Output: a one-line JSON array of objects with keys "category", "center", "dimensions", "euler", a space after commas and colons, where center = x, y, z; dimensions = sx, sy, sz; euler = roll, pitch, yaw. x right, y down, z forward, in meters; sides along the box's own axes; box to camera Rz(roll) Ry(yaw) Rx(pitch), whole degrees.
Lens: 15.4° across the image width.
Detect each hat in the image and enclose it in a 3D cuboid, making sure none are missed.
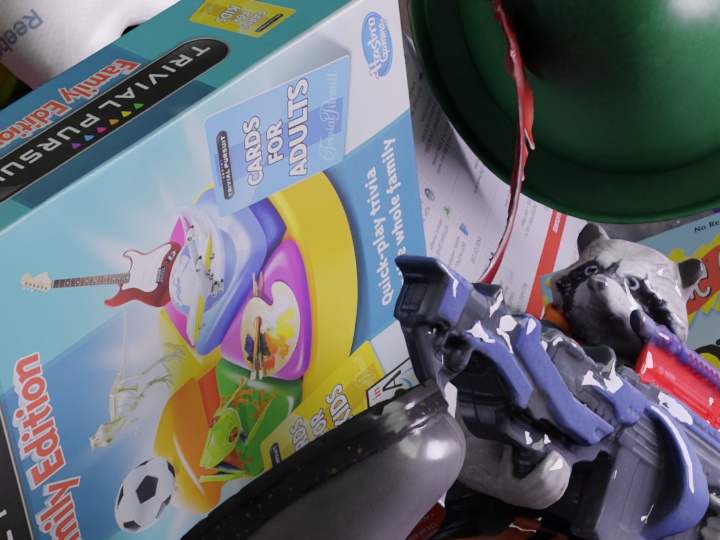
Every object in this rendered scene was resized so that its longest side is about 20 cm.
[{"category": "hat", "center": [0.074, -0.103, 0.867], "dimensions": [0.201, 0.165, 0.176], "euler": [61, 13, 16]}]

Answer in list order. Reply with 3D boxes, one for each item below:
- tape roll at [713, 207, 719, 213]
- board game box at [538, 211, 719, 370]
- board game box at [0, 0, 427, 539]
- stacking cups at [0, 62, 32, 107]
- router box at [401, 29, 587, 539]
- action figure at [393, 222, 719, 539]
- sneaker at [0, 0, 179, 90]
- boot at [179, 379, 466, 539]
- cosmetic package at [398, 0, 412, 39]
[{"category": "tape roll", "center": [0.220, 0.003, 1.050], "dimensions": [0.200, 0.066, 0.200], "euler": [47, -3, 3]}, {"category": "board game box", "center": [0.137, 0.091, 0.888], "dimensions": [0.103, 0.104, 0.201], "euler": [46, 30, -50]}, {"category": "board game box", "center": [-0.065, 0.022, 0.722], "dimensions": [0.047, 0.152, 0.200], "euler": [25, 48, 37]}, {"category": "stacking cups", "center": [-0.107, -0.098, 0.935], "dimensions": [0.061, 0.061, 0.200], "euler": [48, 35, 7]}, {"category": "router box", "center": [0.000, 0.000, 0.919], "dimensions": [0.179, 0.049, 0.200], "euler": [45, 33, -17]}, {"category": "action figure", "center": [0.032, 0.064, 0.774], "dimensions": [0.104, 0.194, 0.200], "euler": [19, -20, 48]}, {"category": "sneaker", "center": [-0.071, -0.104, 0.889], "dimensions": [0.087, 0.074, 0.200], "euler": [56, 38, -1]}, {"category": "boot", "center": [-0.009, 0.132, 0.678], "dimensions": [0.132, 0.200, 0.070], "euler": [48, 28, 14]}, {"category": "cosmetic package", "center": [0.079, -0.165, 1.063], "dimensions": [0.101, 0.200, 0.071], "euler": [-6, 57, -47]}]
